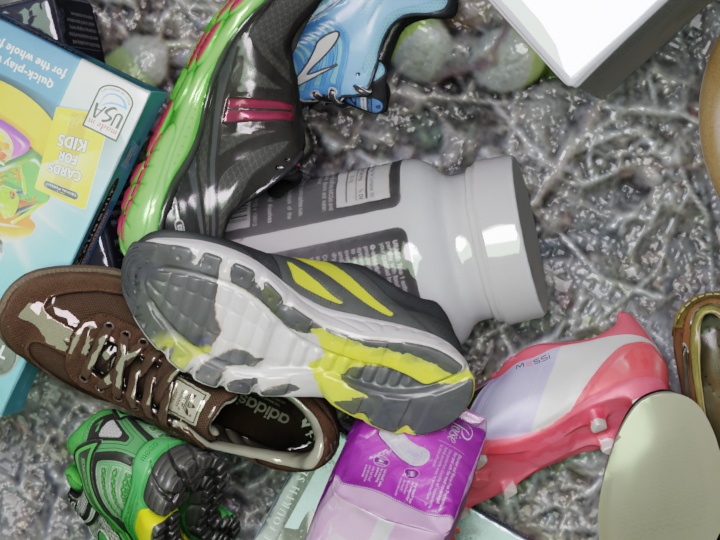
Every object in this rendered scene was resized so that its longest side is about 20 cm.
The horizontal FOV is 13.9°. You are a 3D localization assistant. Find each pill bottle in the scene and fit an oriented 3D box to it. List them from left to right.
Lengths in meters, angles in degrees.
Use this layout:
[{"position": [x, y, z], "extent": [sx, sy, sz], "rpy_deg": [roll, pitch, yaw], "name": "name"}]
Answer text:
[{"position": [0.000, 0.000, 1.680], "extent": [0.200, 0.116, 0.117], "rpy_deg": [-11, 91, 9], "name": "pill bottle"}]

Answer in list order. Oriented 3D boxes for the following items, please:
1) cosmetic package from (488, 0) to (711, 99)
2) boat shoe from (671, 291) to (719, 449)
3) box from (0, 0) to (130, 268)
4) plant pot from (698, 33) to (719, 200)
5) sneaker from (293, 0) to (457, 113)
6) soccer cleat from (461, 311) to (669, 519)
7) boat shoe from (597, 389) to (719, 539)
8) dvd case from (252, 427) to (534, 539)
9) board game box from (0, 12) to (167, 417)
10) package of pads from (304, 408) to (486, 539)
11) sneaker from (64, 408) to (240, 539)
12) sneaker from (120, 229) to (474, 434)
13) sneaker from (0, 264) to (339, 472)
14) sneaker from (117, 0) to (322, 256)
[{"position": [0.157, -0.205, 1.608], "extent": [0.199, 0.200, 0.123], "rpy_deg": [-43, 86, 7], "name": "cosmetic package"}, {"position": [0.223, 0.110, 1.677], "extent": [0.072, 0.068, 0.200], "rpy_deg": [-23, 90, 7], "name": "boat shoe"}, {"position": [-0.214, -0.048, 1.716], "extent": [0.148, 0.104, 0.200], "rpy_deg": [-12, 91, 8], "name": "box"}, {"position": [0.293, -0.088, 1.681], "extent": [0.200, 0.027, 0.200], "rpy_deg": [0, 92, 9], "name": "plant pot"}, {"position": [-0.026, -0.116, 1.701], "extent": [0.200, 0.078, 0.090], "rpy_deg": [-43, 90, 8], "name": "sneaker"}, {"position": [0.081, 0.086, 1.698], "extent": [0.200, 0.067, 0.077], "rpy_deg": [-20, 49, 6], "name": "soccer cleat"}, {"position": [0.170, 0.159, 1.670], "extent": [0.074, 0.063, 0.202], "rpy_deg": [-5, 107, -1], "name": "boat shoe"}, {"position": [0.029, 0.198, 1.733], "extent": [0.200, 0.022, 0.146], "rpy_deg": [31, 96, 7], "name": "dvd case"}, {"position": [-0.219, -0.041, 1.640], "extent": [0.151, 0.047, 0.200], "rpy_deg": [26, 96, 7], "name": "board game box"}, {"position": [-0.001, 0.171, 1.627], "extent": [0.076, 0.121, 0.200], "rpy_deg": [23, 125, 1], "name": "package of pads"}, {"position": [-0.122, 0.136, 1.678], "extent": [0.085, 0.200, 0.078], "rpy_deg": [35, 64, 18], "name": "sneaker"}, {"position": [-0.035, 0.027, 1.584], "extent": [0.200, 0.085, 0.075], "rpy_deg": [24, 113, -11], "name": "sneaker"}, {"position": [-0.100, 0.053, 1.596], "extent": [0.200, 0.076, 0.071], "rpy_deg": [20, 100, -15], "name": "sneaker"}, {"position": [-0.064, -0.084, 1.632], "extent": [0.084, 0.077, 0.200], "rpy_deg": [27, 86, -12], "name": "sneaker"}]
